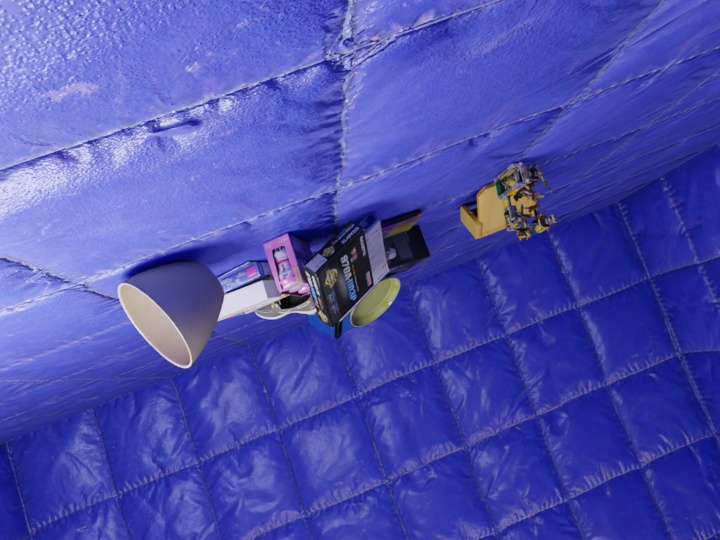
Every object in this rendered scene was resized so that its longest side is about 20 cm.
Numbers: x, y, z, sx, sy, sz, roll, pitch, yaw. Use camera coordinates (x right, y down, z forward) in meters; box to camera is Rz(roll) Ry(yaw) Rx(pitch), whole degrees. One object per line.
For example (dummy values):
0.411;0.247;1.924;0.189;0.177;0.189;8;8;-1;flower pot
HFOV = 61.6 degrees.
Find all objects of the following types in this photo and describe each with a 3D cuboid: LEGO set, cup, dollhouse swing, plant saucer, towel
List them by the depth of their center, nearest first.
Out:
-0.349;0.064;1.175;0.143;0.201;0.199;-44;-173;-35;cup
0.436;-0.193;1.555;0.149;0.206;0.116;3;164;-16;LEGO set
0.070;-0.112;1.649;0.195;0.023;0.144;-19;172;-16;towel
0.395;-0.220;1.763;0.195;0.179;0.183;-21;-146;-3;dollhouse swing
0.039;0.089;1.860;0.198;0.031;0.202;-33;151;-20;plant saucer

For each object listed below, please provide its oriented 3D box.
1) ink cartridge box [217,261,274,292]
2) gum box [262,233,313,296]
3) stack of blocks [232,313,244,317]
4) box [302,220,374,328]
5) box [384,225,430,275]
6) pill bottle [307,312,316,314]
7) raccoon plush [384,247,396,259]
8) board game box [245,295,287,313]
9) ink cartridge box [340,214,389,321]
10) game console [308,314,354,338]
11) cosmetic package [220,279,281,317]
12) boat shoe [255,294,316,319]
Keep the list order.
-0.276;0.018;1.527;0.117;0.043;0.199;-24;170;15;ink cartridge box
-0.152;-0.009;1.390;0.065;0.116;0.200;-21;172;7;gum box
-0.338;0.087;1.742;0.114;0.060;0.197;-28;170;41;stack of blocks
-0.045;0.012;1.365;0.159;0.046;0.203;-44;147;-25;box
0.088;-0.047;1.831;0.196;0.107;0.147;-16;170;-34;box
-0.085;0.049;1.765;0.197;0.112;0.109;-19;173;-34;pill bottle
0.000;0.000;1.624;0.194;0.138;0.097;0;168;3;raccoon plush
-0.216;0.039;1.629;0.196;0.035;0.135;-23;-163;19;board game box
-0.015;-0.004;1.479;0.199;0.040;0.202;-44;146;-22;ink cartridge box
-0.069;0.110;1.930;0.119;0.167;0.203;-54;162;-36;game console
-0.303;0.076;1.507;0.196;0.052;0.082;-20;176;17;cosmetic package
-0.208;0.086;1.654;0.196;0.074;0.061;-7;150;17;boat shoe
